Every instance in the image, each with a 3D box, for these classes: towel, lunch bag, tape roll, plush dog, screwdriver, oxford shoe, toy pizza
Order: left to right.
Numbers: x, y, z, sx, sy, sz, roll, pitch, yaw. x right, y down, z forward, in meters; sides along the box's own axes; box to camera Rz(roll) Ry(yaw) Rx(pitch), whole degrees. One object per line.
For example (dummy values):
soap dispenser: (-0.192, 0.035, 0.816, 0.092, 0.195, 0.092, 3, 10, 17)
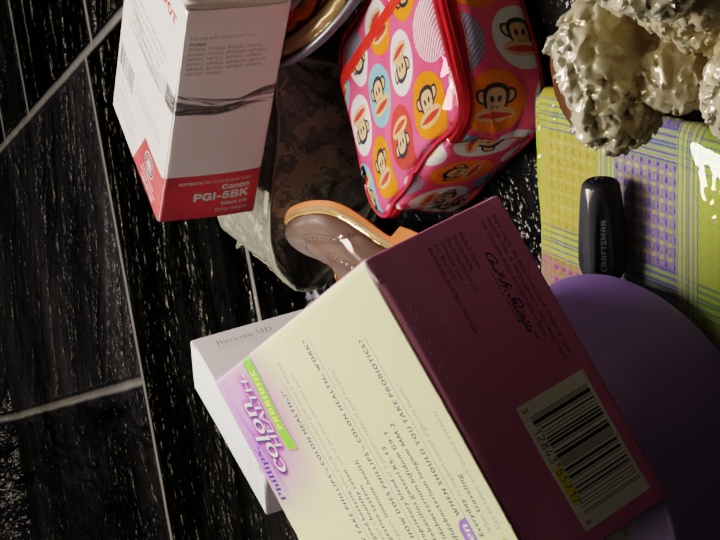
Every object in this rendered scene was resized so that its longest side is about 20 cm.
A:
lunch bag: (-0.058, -0.097, 1.402, 0.164, 0.117, 0.202, 37, 126, 58)
toy pizza: (-0.035, -0.244, 1.273, 0.200, 0.032, 0.201, -39, 36, 36)
oxford shoe: (0.000, 0.000, 1.252, 0.199, 0.071, 0.073, 20, 81, 51)
lunch bag: (0.050, -0.146, 1.187, 0.200, 0.081, 0.178, 131, 131, -63)
tape roll: (0.128, 0.110, 0.963, 0.199, 0.085, 0.201, 32, 136, 38)
screwdriver: (0.139, 0.043, 0.992, 0.028, 0.029, 0.202, 32, 127, 58)
towel: (0.158, -0.026, 0.985, 0.200, 0.023, 0.145, 24, 120, 61)
plush dog: (0.196, -0.108, 0.814, 0.172, 0.160, 0.200, 53, 166, 16)

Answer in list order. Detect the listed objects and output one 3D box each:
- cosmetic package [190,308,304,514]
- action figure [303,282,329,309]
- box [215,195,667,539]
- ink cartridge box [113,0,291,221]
cosmetic package: (-0.005, 0.084, 1.238, 0.151, 0.198, 0.052, -125, 27, -47)
action figure: (-0.031, 0.065, 1.427, 0.194, 0.104, 0.201, -57, 50, 45)
box: (0.035, 0.088, 0.915, 0.177, 0.096, 0.200, 60, 146, 6)
ink cartridge box: (-0.122, -0.161, 1.279, 0.201, 0.082, 0.147, 104, 150, -43)
